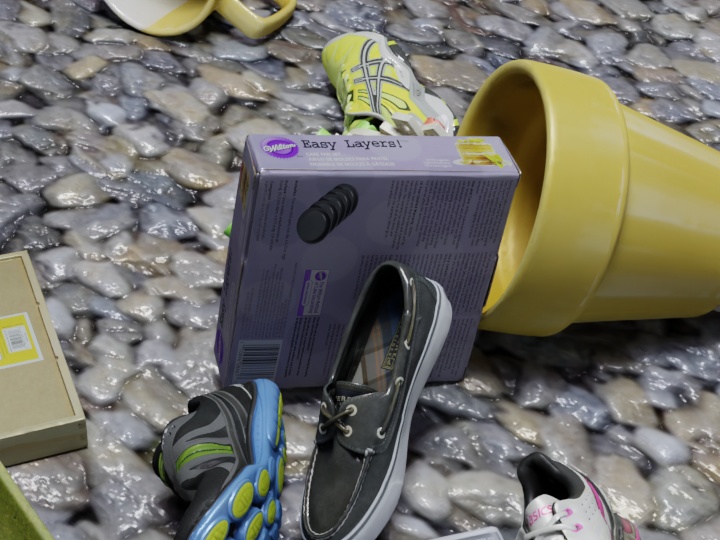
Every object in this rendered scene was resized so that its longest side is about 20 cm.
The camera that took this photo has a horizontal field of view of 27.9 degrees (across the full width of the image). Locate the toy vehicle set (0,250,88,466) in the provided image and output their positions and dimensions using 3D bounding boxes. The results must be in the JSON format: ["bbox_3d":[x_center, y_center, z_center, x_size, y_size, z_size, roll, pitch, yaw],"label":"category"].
[{"bbox_3d":[-0.278,0.064,1.033,0.124,0.027,0.200,-11,40,-18],"label":"toy vehicle set"}]

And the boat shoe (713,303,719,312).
[{"bbox_3d":[0.323,0.008,1.081,0.073,0.063,0.200,-4,12,-31],"label":"boat shoe"}]

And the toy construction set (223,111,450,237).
[{"bbox_3d":[-0.025,-0.062,1.128,0.200,0.131,0.092,-36,88,-17],"label":"toy construction set"}]

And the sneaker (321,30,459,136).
[{"bbox_3d":[0.011,-0.154,1.300,0.076,0.075,0.200,-17,41,-25],"label":"sneaker"}]

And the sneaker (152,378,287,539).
[{"bbox_3d":[-0.094,0.137,0.922,0.083,0.071,0.200,-7,25,5],"label":"sneaker"}]

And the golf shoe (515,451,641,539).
[{"bbox_3d":[0.120,0.179,0.834,0.073,0.092,0.200,-38,14,13],"label":"golf shoe"}]

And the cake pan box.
[{"bbox_3d":[0.000,0.000,0.999,0.184,0.200,0.052,-1,39,-15],"label":"cake pan box"}]

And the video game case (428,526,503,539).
[{"bbox_3d":[0.021,0.238,0.841,0.200,0.023,0.182,-9,40,-16],"label":"video game case"}]

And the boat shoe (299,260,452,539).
[{"bbox_3d":[0.000,0.087,0.937,0.069,0.057,0.200,4,65,38],"label":"boat shoe"}]

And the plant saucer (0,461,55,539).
[{"bbox_3d":[-0.266,0.209,0.832,0.200,0.048,0.200,-22,45,-29],"label":"plant saucer"}]

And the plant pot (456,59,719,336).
[{"bbox_3d":[0.180,-0.041,1.090,0.189,0.201,0.201,11,36,-17],"label":"plant pot"}]

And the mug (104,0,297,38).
[{"bbox_3d":[-0.167,-0.315,1.469,0.149,0.187,0.153,-15,18,31],"label":"mug"}]
